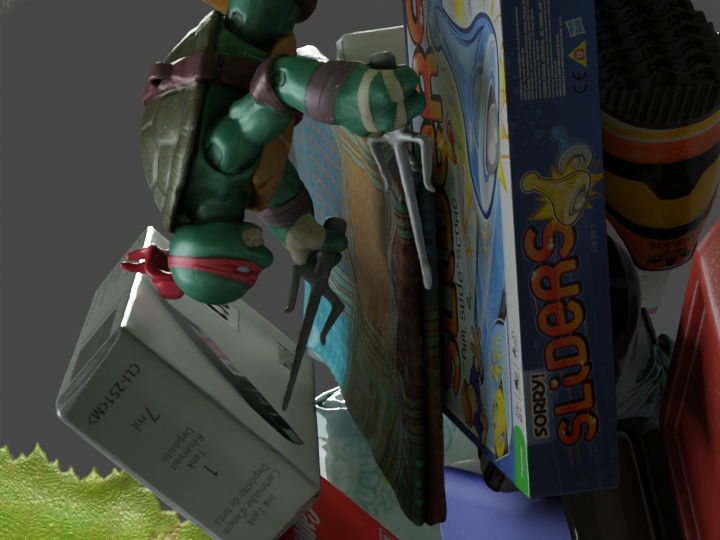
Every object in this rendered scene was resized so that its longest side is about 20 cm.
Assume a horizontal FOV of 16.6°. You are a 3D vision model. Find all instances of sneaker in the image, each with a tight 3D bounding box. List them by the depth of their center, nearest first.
[{"bbox_3d":[0.088,-0.081,0.925,0.200,0.070,0.090,-104,9,-52],"label":"sneaker"},{"bbox_3d":[0.099,0.030,0.976,0.200,0.087,0.074,110,152,-68],"label":"sneaker"}]

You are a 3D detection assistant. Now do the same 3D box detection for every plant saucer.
[{"bbox_3d":[0.136,0.091,0.815,0.200,0.037,0.200,87,174,-66],"label":"plant saucer"}]

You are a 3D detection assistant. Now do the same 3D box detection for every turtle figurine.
[{"bbox_3d":[-0.028,-0.058,0.875,0.150,0.101,0.200,149,129,-70],"label":"turtle figurine"}]

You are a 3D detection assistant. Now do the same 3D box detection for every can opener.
[{"bbox_3d":[0.129,0.150,0.912,0.053,0.067,0.200,-7,-99,-52],"label":"can opener"}]

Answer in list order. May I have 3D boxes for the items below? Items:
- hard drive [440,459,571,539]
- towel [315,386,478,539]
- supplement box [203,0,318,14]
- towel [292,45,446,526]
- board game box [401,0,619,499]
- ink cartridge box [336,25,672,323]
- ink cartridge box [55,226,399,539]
[{"bbox_3d":[0.100,0.157,1.035,0.200,0.025,0.132,7,108,61],"label":"hard drive"},{"bbox_3d":[0.057,0.126,1.258,0.048,0.200,0.171,7,107,48],"label":"towel"},{"bbox_3d":[0.000,-0.209,1.048,0.074,0.200,0.126,33,-148,-39],"label":"supplement box"},{"bbox_3d":[0.000,0.000,0.997,0.200,0.022,0.147,-124,28,-67],"label":"towel"},{"bbox_3d":[0.050,-0.035,0.868,0.135,0.034,0.200,-139,43,-73],"label":"board game box"},{"bbox_3d":[0.060,-0.030,1.104,0.200,0.128,0.125,88,172,-73],"label":"ink cartridge box"},{"bbox_3d":[-0.032,0.069,0.948,0.174,0.044,0.200,39,-172,-9],"label":"ink cartridge box"}]
